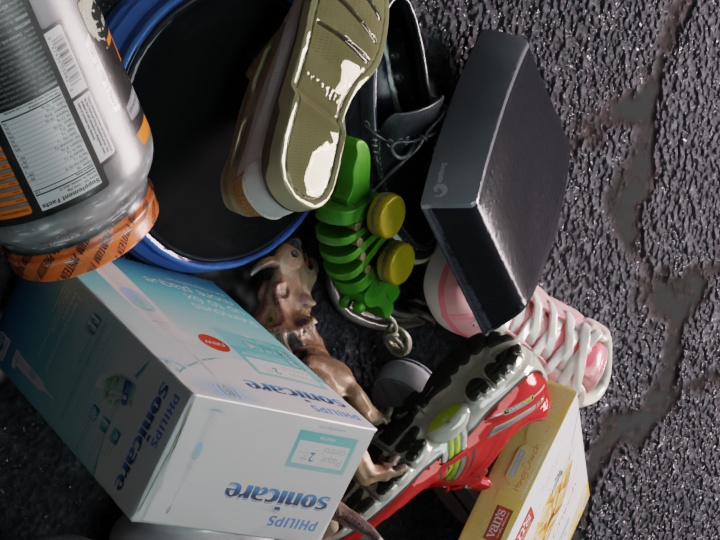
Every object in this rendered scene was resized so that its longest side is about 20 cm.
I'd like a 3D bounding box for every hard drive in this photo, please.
[{"bbox_3d":[0.102,-0.068,1.256,0.136,0.042,0.201,62,33,-34],"label":"hard drive"}]

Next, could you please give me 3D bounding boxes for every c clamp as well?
[{"bbox_3d":[0.055,-0.039,1.306,0.171,0.027,0.201,36,76,-42],"label":"c clamp"}]

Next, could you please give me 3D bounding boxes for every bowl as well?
[{"bbox_3d":[-0.095,-0.096,1.148,0.199,0.039,0.203,-12,109,-39],"label":"bowl"}]

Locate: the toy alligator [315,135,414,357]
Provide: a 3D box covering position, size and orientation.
[{"bbox_3d":[0.000,0.000,1.209,0.054,0.059,0.201,-44,139,-32],"label":"toy alligator"}]

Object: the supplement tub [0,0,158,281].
[{"bbox_3d":[-0.193,-0.102,1.000,0.122,0.122,0.201,-38,125,-28],"label":"supplement tub"}]

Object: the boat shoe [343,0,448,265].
[{"bbox_3d":[0.024,-0.099,1.219,0.074,0.062,0.202,-27,109,-46],"label":"boat shoe"}]

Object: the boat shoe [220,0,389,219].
[{"bbox_3d":[-0.039,-0.123,1.117,0.075,0.068,0.201,44,51,-35],"label":"boat shoe"}]

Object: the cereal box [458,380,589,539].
[{"bbox_3d":[0.128,0.187,1.344,0.145,0.039,0.200,-62,159,-22],"label":"cereal box"}]

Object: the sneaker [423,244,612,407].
[{"bbox_3d":[0.129,0.040,1.321,0.076,0.104,0.200,-60,142,-15],"label":"sneaker"}]

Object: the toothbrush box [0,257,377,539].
[{"bbox_3d":[-0.111,0.072,1.059,0.146,0.200,0.086,16,106,-42],"label":"toothbrush box"}]

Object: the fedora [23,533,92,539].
[{"bbox_3d":[-0.198,0.265,1.080,0.199,0.177,0.090,-38,155,-4],"label":"fedora"}]

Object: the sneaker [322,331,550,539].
[{"bbox_3d":[0.054,0.134,1.235,0.199,0.077,0.085,-39,122,0],"label":"sneaker"}]

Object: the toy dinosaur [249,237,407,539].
[{"bbox_3d":[-0.042,0.093,1.167,0.085,0.201,0.136,-26,137,18],"label":"toy dinosaur"}]

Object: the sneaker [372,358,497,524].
[{"bbox_3d":[0.069,0.119,1.341,0.071,0.073,0.201,-59,141,-25],"label":"sneaker"}]

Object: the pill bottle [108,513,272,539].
[{"bbox_3d":[-0.113,0.221,1.164,0.112,0.112,0.202,-5,105,-41],"label":"pill bottle"}]
